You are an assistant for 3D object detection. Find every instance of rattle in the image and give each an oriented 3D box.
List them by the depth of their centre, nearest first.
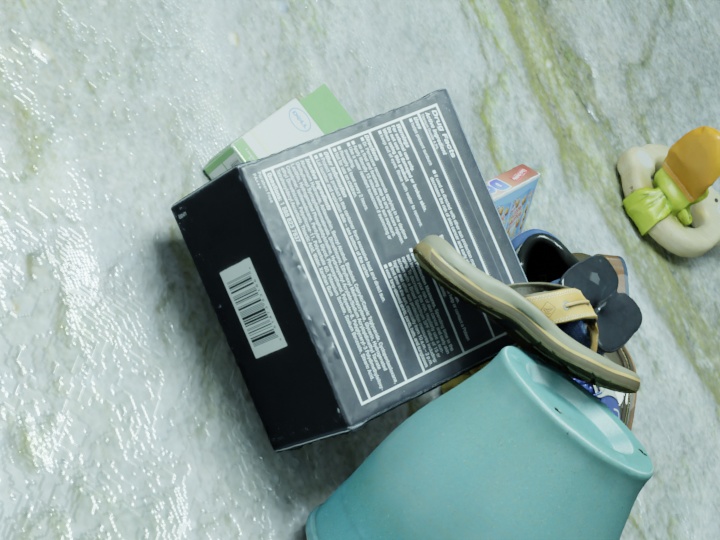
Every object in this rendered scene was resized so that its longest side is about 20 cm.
[{"bbox_3d":[0.365,-0.089,1.845,0.199,0.143,0.131,15,34,-32],"label":"rattle"}]

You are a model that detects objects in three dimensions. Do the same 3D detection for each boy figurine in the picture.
[{"bbox_3d":[0.134,0.065,1.434,0.064,0.200,0.125,-33,86,-36],"label":"boy figurine"}]

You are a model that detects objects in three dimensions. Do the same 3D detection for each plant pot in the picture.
[{"bbox_3d":[0.095,0.163,1.275,0.199,0.189,0.200,35,13,-9],"label":"plant pot"}]

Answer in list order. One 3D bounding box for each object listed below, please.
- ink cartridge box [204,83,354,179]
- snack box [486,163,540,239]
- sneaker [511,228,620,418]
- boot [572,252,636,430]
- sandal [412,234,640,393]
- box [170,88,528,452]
[{"bbox_3d":[-0.022,-0.074,1.499,0.146,0.048,0.200,52,41,-3],"label":"ink cartridge box"},{"bbox_3d":[0.090,-0.031,1.564,0.024,0.072,0.200,28,31,24],"label":"snack box"},{"bbox_3d":[0.160,0.056,1.511,0.115,0.080,0.201,69,6,-81],"label":"sneaker"},{"bbox_3d":[0.184,0.076,1.607,0.096,0.075,0.202,8,61,-15],"label":"boot"},{"bbox_3d":[0.126,0.026,1.300,0.199,0.080,0.054,36,83,-15],"label":"sandal"},{"bbox_3d":[0.000,0.000,1.350,0.197,0.123,0.202,-23,90,-33],"label":"box"}]
